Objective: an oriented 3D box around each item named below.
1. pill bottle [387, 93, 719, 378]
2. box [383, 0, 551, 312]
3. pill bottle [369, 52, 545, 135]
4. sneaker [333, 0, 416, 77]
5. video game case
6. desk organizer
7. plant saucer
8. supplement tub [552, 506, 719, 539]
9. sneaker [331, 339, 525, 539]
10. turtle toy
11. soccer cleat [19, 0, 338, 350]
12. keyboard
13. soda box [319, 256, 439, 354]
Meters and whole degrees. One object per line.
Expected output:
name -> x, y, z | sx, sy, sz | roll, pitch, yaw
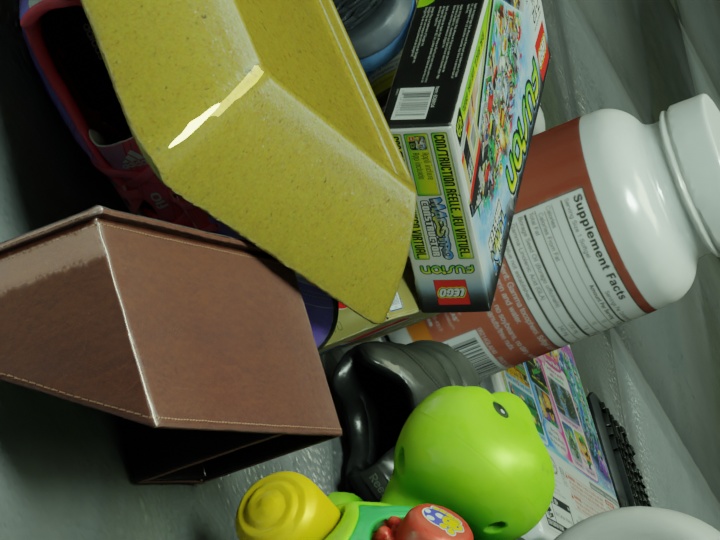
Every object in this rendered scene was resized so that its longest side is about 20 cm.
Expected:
pill bottle -> 0.109, -0.019, 1.426 | 0.112, 0.199, 0.112 | 59, 18, -31
box -> 0.053, -0.086, 1.261 | 0.200, 0.035, 0.110 | -74, 157, -47
pill bottle -> 0.031, -0.143, 1.501 | 0.112, 0.112, 0.201 | 45, 28, -55
sneaker -> -0.005, -0.120, 1.316 | 0.079, 0.066, 0.200 | 54, -7, -22
video game case -> 0.110, 0.100, 1.605 | 0.200, 0.024, 0.183 | 37, 34, -61
desk organizer -> -0.076, 0.032, 0.977 | 0.200, 0.072, 0.077 | 13, 58, -71
plant saucer -> -0.048, -0.096, 1.064 | 0.200, 0.048, 0.200 | 35, 29, -58
supplement tub -> 0.171, 0.211, 1.427 | 0.200, 0.145, 0.146 | 33, 38, -64
sneaker -> 0.033, 0.123, 1.250 | 0.091, 0.076, 0.201 | 18, 44, -58
turtle toy -> 0.021, 0.136, 1.043 | 0.146, 0.101, 0.201 | 51, 40, -46
soccer cleat -> -0.077, -0.040, 1.082 | 0.200, 0.068, 0.073 | 59, 18, -14
keyboard -> 0.192, 0.185, 1.746 | 0.127, 0.021, 0.200 | 59, 14, -48
soda box -> 0.000, 0.000, 1.281 | 0.064, 0.068, 0.200 | 69, 16, 4
